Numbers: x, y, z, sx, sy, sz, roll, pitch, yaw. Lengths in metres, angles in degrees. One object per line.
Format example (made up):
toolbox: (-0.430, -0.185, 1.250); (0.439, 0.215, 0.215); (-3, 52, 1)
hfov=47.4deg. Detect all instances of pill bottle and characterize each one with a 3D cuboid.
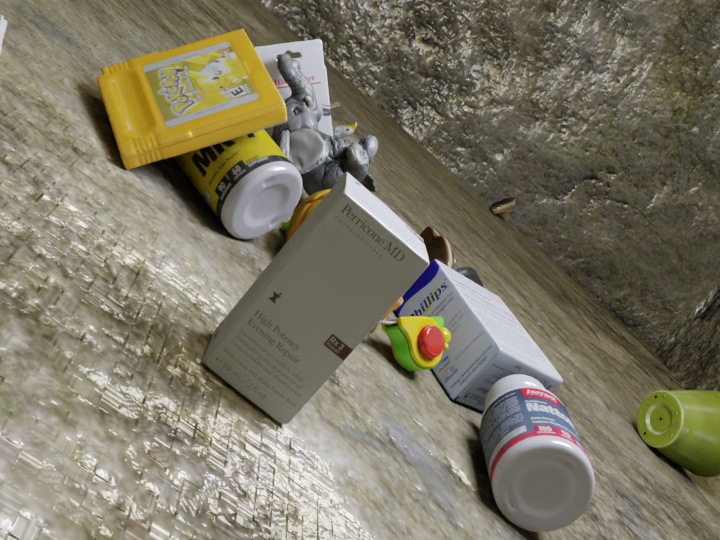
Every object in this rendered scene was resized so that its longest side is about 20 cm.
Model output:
pill bottle: (0.209, 0.213, 1.015); (0.119, 0.120, 0.201); (39, 15, -12)
pill bottle: (-0.169, -0.147, 1.029); (0.201, 0.115, 0.114); (49, 17, 25)

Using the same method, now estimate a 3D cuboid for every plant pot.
plant pot: (0.750, 0.361, 1.902); (0.190, 0.202, 0.202); (18, 25, -29)

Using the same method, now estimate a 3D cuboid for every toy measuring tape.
toy measuring tape: (0.048, 0.096, 1.054); (0.197, 0.074, 0.074); (2, 39, -43)

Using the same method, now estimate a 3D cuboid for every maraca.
maraca: (-0.043, -0.057, 1.092); (0.108, 0.135, 0.201); (66, -4, -28)

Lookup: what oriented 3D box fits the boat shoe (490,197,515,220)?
boat shoe: (0.571, -0.236, 3.238); (0.199, 0.070, 0.078); (-22, 108, -56)

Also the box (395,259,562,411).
box: (0.174, 0.109, 1.231); (0.182, 0.105, 0.201); (27, 22, -43)

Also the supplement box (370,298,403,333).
supplement box: (0.000, 0.000, 1.149); (0.069, 0.066, 0.201); (40, 15, -27)

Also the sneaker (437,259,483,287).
sneaker: (0.174, 0.043, 1.501); (0.198, 0.076, 0.092); (8, 46, -54)

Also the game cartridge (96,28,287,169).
game cartridge: (-0.207, -0.212, 0.984); (0.033, 0.196, 0.178); (88, -22, -49)

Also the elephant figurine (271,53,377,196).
elephant figurine: (-0.085, -0.196, 1.259); (0.198, 0.141, 0.157); (31, 50, -14)

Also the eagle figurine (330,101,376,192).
eagle figurine: (-0.057, -0.238, 1.597); (0.149, 0.150, 0.204); (-15, 86, -26)

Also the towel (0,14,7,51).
towel: (-0.463, -0.285, 0.835); (0.198, 0.031, 0.150); (31, 17, -33)

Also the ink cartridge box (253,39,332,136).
ink cartridge box: (-0.107, -0.270, 1.316); (0.068, 0.113, 0.204); (-107, -169, -61)

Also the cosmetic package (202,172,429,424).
cosmetic package: (-0.040, 0.026, 0.728); (0.101, 0.201, 0.074); (37, 16, -12)

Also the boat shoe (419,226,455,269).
boat shoe: (0.163, -0.025, 1.635); (0.071, 0.073, 0.200); (35, 11, -18)
